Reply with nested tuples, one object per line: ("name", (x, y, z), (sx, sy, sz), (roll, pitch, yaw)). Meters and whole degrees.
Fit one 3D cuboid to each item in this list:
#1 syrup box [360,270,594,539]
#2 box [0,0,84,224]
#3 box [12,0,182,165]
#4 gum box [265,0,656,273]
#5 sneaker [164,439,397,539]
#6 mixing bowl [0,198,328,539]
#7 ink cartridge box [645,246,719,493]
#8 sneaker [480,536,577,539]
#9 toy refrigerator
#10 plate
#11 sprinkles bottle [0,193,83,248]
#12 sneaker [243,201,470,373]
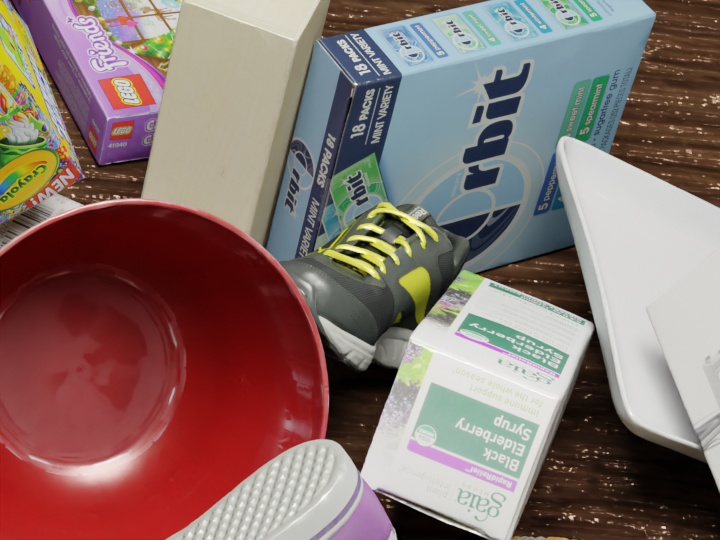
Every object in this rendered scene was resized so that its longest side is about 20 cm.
("syrup box", (0.061, 0.065, 1.449), (0.078, 0.082, 0.200), (21, 11, 6))
("box", (-0.276, -0.091, 1.430), (0.199, 0.193, 0.122), (-30, 50, 5))
("box", (-0.124, -0.148, 1.715), (0.136, 0.039, 0.200), (-9, 48, -25))
("gum box", (0.052, -0.068, 1.586), (0.199, 0.170, 0.045), (-16, 50, -31))
("sneaker", (-0.065, 0.179, 1.355), (0.200, 0.115, 0.073), (-31, 34, -2))
("mixing bowl", (-0.124, 0.058, 1.404), (0.199, 0.201, 0.108), (0, 9, -18))
("ink cartridge box", (0.249, 0.088, 1.480), (0.146, 0.083, 0.201), (12, 48, -43))
("sneaker", (0.120, 0.185, 1.408), (0.199, 0.088, 0.076), (11, 14, 28))
("toy refrigerator", (-0.073, -0.075, 1.530), (0.070, 0.201, 0.076), (20, 42, 5))
("plate", (0.187, 0.039, 1.565), (0.199, 0.032, 0.201), (22, 41, -34))
("sprinkles bottle", (-0.147, 0.000, 1.525), (0.199, 0.068, 0.068), (23, 42, 8))
("sneaker", (0.000, 0.000, 1.494), (0.074, 0.085, 0.200), (29, 6, 15))
